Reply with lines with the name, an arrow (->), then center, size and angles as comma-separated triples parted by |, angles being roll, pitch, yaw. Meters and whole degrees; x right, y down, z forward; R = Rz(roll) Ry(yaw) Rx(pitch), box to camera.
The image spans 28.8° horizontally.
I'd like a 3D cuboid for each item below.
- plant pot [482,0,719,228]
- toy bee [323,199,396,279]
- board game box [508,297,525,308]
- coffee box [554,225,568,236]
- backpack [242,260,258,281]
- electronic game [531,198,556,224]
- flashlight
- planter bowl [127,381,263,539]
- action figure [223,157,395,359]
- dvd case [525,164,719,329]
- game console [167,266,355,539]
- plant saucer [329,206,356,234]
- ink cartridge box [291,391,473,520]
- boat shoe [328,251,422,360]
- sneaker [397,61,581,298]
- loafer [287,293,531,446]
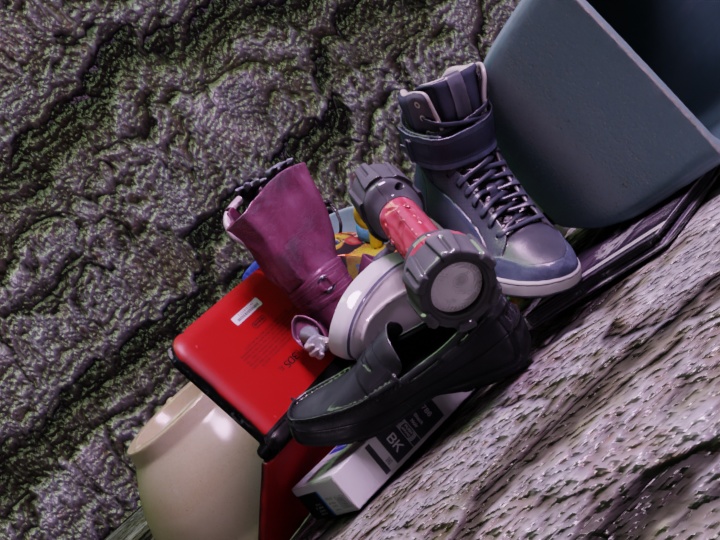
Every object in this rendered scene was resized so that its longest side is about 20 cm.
plant pot -> 0.204, -0.150, 1.146 | 0.196, 0.196, 0.200 | -42, -2, -43
toy bee -> 0.000, 0.000, 1.266 | 0.108, 0.132, 0.199 | -29, 10, -39
board game box -> 0.075, 0.082, 1.292 | 0.200, 0.030, 0.096 | -44, 1, 35
coffee box -> 0.131, -0.009, 1.417 | 0.113, 0.080, 0.200 | -40, 2, 26
backpack -> -0.017, 0.042, 1.524 | 0.198, 0.164, 0.168 | -10, -13, -28
electronic game -> 0.168, -0.069, 1.319 | 0.197, 0.042, 0.200 | -6, 13, 1
flashlight -> 0.039, -0.027, 1.039 | 0.200, 0.067, 0.068 | -125, 43, -58
planter bowl -> -0.133, 0.177, 1.316 | 0.200, 0.135, 0.200 | -41, 9, 8
action figure -> -0.043, 0.013, 1.174 | 0.134, 0.201, 0.149 | -36, 5, -31
dvd case -> 0.225, -0.037, 1.120 | 0.148, 0.016, 0.200 | -38, 3, 45
game console -> -0.079, 0.114, 1.181 | 0.119, 0.172, 0.200 | -51, -3, 29
plant saucer -> -0.008, 0.038, 1.360 | 0.201, 0.202, 0.039 | -41, -41, 21
ink cartridge box -> 0.037, 0.116, 1.121 | 0.200, 0.039, 0.099 | -44, 3, -25
boat shoe -> 0.054, 0.025, 1.124 | 0.199, 0.065, 0.073 | -22, -53, -49
sneaker -> 0.095, -0.075, 1.085 | 0.076, 0.148, 0.202 | -23, 36, -21
loafer -> 0.029, 0.070, 1.044 | 0.199, 0.071, 0.068 | -24, 29, 14
